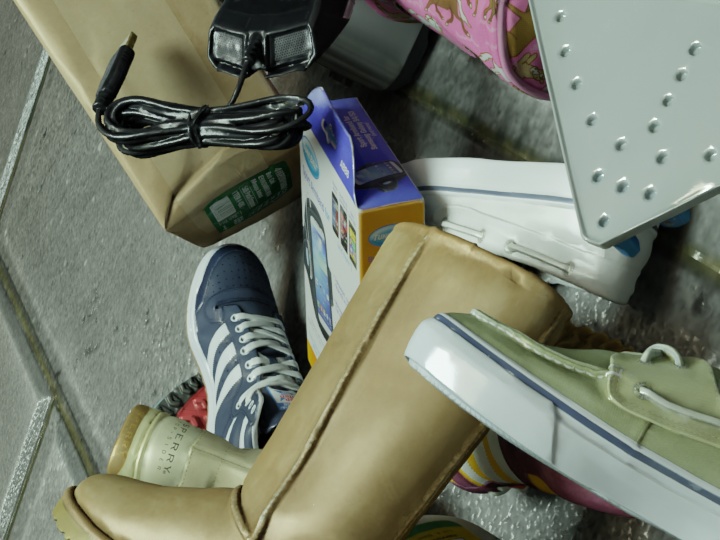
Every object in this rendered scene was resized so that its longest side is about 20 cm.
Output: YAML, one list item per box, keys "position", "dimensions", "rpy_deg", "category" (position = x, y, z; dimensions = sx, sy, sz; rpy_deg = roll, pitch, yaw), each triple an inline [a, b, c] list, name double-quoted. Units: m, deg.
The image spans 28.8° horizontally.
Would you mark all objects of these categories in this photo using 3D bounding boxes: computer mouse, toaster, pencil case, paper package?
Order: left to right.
- position: [-0.119, -0.117, 0.903]
  dimensions: [0.103, 0.191, 0.200]
  rpy_deg: [-34, -2, -2]
  category: "paper package"
- position: [-0.067, -0.133, 0.778]
  dimensions: [0.139, 0.046, 0.201]
  rpy_deg: [-2, 54, 22]
  category: "computer mouse"
- position: [-0.008, -0.221, 0.886]
  dimensions: [0.201, 0.128, 0.114]
  rpy_deg: [-67, 30, 15]
  category: "toaster"
- position: [0.065, -0.155, 0.764]
  dimensions: [0.200, 0.086, 0.083]
  rpy_deg: [-136, 39, -58]
  category: "pencil case"

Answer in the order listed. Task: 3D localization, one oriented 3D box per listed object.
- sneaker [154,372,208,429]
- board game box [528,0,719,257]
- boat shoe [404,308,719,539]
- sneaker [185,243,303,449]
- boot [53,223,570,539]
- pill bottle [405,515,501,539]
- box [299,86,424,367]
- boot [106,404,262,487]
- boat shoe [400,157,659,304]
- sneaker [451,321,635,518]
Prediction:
- position: [-0.136, 0.161, 0.984]
  dimensions: [0.201, 0.079, 0.095]
  rpy_deg: [-67, 11, -14]
  category: "sneaker"
- position: [0.164, -0.126, 0.568]
  dimensions: [0.199, 0.026, 0.201]
  rpy_deg: [-28, 50, 28]
  category: "board game box"
- position: [0.112, 0.061, 0.515]
  dimensions: [0.062, 0.199, 0.072]
  rpy_deg: [-60, -10, -4]
  category: "boat shoe"
- position: [-0.063, 0.065, 0.911]
  dimensions: [0.108, 0.070, 0.202]
  rpy_deg: [-36, 53, 56]
  category: "sneaker"
- position: [-0.024, 0.068, 0.620]
  dimensions: [0.174, 0.066, 0.201]
  rpy_deg: [27, 81, 34]
  category: "boot"
- position: [0.067, 0.185, 0.576]
  dimensions: [0.200, 0.112, 0.114]
  rpy_deg: [23, 97, 61]
  category: "pill bottle"
- position: [0.000, 0.000, 0.776]
  dimensions: [0.119, 0.041, 0.201]
  rpy_deg: [-119, 25, -52]
  category: "box"
- position: [-0.052, 0.155, 0.808]
  dimensions: [0.201, 0.154, 0.073]
  rpy_deg: [83, -157, -54]
  category: "boot"
- position: [0.069, -0.017, 0.709]
  dimensions: [0.200, 0.073, 0.066]
  rpy_deg: [5, 77, 63]
  category: "boat shoe"
- position: [0.080, 0.073, 0.662]
  dimensions: [0.200, 0.075, 0.091]
  rpy_deg: [32, 144, 46]
  category: "sneaker"
